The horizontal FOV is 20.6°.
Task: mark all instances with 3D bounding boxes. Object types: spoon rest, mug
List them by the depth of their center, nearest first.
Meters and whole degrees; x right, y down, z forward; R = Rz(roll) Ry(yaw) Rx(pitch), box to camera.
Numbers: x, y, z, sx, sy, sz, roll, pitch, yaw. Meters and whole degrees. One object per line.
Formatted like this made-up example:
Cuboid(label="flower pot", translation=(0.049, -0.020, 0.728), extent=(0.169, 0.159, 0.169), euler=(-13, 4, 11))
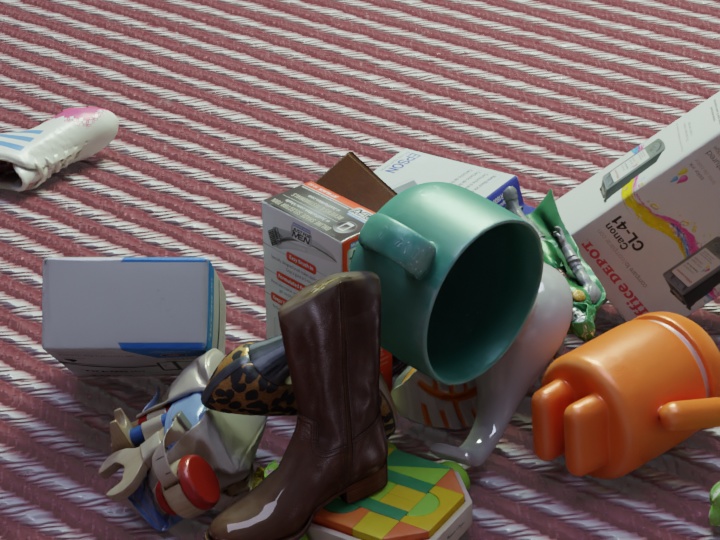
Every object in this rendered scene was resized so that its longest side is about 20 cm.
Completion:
Cuboid(label="mug", translation=(0.061, -0.008, 1.643), extent=(0.114, 0.186, 0.152), euler=(30, 55, 35))
Cuboid(label="spoon rest", translation=(0.119, 0.081, 1.716), extent=(0.099, 0.061, 0.201), euler=(13, 69, 30))

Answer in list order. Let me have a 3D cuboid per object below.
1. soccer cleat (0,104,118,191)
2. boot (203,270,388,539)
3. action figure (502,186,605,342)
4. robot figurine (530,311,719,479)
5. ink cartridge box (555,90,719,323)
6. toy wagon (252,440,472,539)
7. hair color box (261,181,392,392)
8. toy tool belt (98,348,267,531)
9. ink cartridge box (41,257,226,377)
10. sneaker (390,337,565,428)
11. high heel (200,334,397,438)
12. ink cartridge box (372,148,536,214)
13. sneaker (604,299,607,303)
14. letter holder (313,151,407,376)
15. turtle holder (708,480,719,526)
Cuboid(label="soccer cleat", translation=(-0.358, -0.125, 2.216), extent=(0.199, 0.070, 0.087), euler=(-16, 48, -19))
Cuboid(label="boot", translation=(-0.053, 0.106, 1.548), extent=(0.186, 0.201, 0.064), euler=(-26, 36, -37))
Cuboid(label="action figure", translation=(0.163, 0.001, 1.788), extent=(0.118, 0.055, 0.200), euler=(-35, 42, 0))
Cuboid(label="robot figurine", translation=(0.236, 0.107, 1.702), extent=(0.199, 0.117, 0.144), euler=(-25, -8, -35))
Cuboid(label="ink cartridge box", translation=(0.304, -0.049, 1.860), extent=(0.200, 0.148, 0.086), euler=(-36, 22, 19))
Cuboid(label="toy wagon", translation=(-0.009, 0.190, 1.642), extent=(0.199, 0.040, 0.155), euler=(16, 33, 29))
Cuboid(label="hair color box", translation=(-0.029, 0.036, 1.755), extent=(0.064, 0.201, 0.111), euler=(-24, 36, -35))
Cuboid(label="toy tool belt", translation=(-0.156, 0.161, 1.652), extent=(0.123, 0.125, 0.200), euler=(-30, 17, 22))
Cuboid(label="ink cartridge box", translation=(-0.198, 0.044, 1.770), extent=(0.145, 0.085, 0.200), euler=(-1, -10, 1))
Cuboid(label="sneaker", translation=(0.098, 0.086, 1.801), extent=(0.199, 0.079, 0.077), euler=(-23, 20, -38))
Cuboid(label="high heel", translation=(-0.049, 0.112, 1.671), extent=(0.142, 0.200, 0.072), euler=(-26, 53, -1))
Cuboid(label="ink cartridge box", translation=(0.079, -0.057, 2.082), extent=(0.199, 0.041, 0.199), euler=(16, 34, 29))
Cuboid(label="sneaker", translation=(0.149, 0.017, 1.912), extent=(0.199, 0.074, 0.082), euler=(-11, 28, -14))
Cuboid(label="letter holder", translation=(0.000, 0.000, 1.869), extent=(0.142, 0.101, 0.200), euler=(-40, 34, -3))
Cuboid(label="turtle holder", translation=(0.371, 0.162, 1.569), extent=(0.185, 0.142, 0.132), euler=(19, 36, 30))
